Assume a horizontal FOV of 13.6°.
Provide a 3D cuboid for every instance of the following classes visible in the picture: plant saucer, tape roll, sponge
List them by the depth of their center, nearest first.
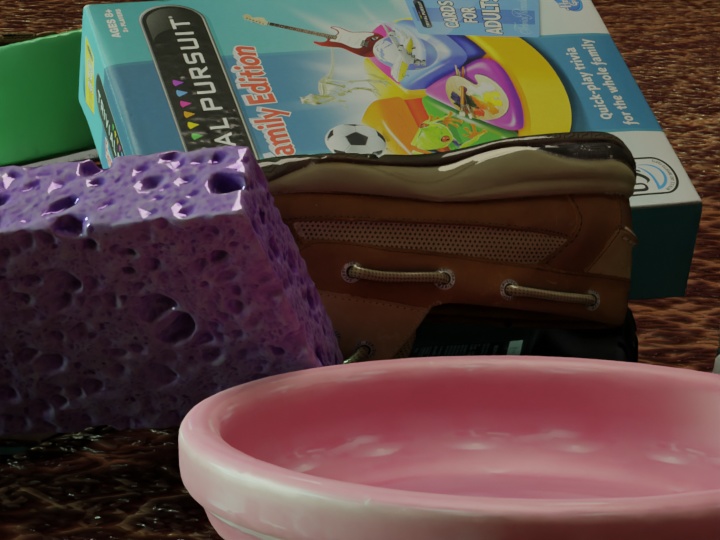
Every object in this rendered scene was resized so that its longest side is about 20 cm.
[{"bbox_3d":[0.047,0.067,0.866,0.199,0.051,0.201,0,9,0],"label":"plant saucer"},{"bbox_3d":[-0.114,0.012,0.953,0.199,0.030,0.112,-5,-37,14],"label":"sponge"},{"bbox_3d":[-0.131,-0.066,1.267,0.199,0.048,0.200,-13,-1,0],"label":"tape roll"}]

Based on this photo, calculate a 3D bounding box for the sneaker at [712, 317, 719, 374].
[{"bbox_3d":[0.162,0.007,1.010,0.066,0.091,0.200,-1,-1,-11],"label":"sneaker"}]

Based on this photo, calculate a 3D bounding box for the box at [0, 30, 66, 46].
[{"bbox_3d":[-0.168,-0.070,1.467,0.163,0.021,0.200,-5,-17,-44],"label":"box"}]

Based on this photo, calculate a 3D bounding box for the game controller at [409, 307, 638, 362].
[{"bbox_3d":[0.048,0.039,1.098,0.104,0.042,0.200,-12,7,8],"label":"game controller"}]

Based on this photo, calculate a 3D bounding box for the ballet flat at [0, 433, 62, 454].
[{"bbox_3d":[-0.097,0.017,1.102,0.071,0.072,0.200,3,9,14],"label":"ballet flat"}]

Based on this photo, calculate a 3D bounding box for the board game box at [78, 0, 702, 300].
[{"bbox_3d":[0.007,-0.046,1.119,0.199,0.047,0.151,-5,39,-15],"label":"board game box"}]

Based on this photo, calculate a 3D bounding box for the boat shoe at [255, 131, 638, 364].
[{"bbox_3d":[0.000,0.000,1.000,0.199,0.074,0.076,-6,-5,-10],"label":"boat shoe"}]

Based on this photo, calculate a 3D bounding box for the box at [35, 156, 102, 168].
[{"bbox_3d":[-0.144,-0.018,1.272,0.136,0.040,0.200,-14,0,35],"label":"box"}]
